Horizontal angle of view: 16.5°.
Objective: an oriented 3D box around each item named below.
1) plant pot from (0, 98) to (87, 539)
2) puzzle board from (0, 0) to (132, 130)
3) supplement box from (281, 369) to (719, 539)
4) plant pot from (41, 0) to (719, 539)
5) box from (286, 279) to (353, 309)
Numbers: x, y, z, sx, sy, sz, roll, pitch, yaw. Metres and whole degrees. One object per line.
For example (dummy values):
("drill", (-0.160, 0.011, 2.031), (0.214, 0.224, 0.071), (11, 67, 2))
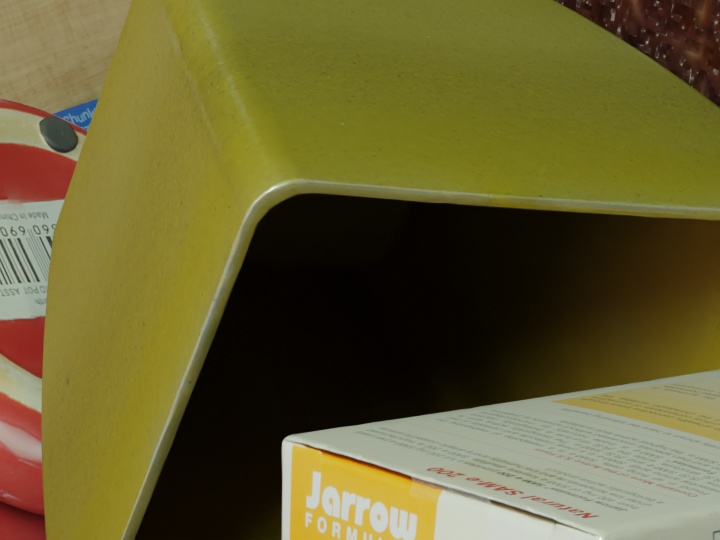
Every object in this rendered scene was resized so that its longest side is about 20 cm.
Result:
("plant pot", (-0.152, 0.053, 0.922), (0.182, 0.200, 0.201), (-44, 60, 37))
("puzzle board", (-0.093, -0.098, 0.936), (0.199, 0.017, 0.151), (-16, 109, 32))
("supplement box", (0.093, 0.077, 0.662), (0.126, 0.199, 0.074), (12, 104, 53))
("plant pot", (0.000, 0.000, 0.798), (0.201, 0.199, 0.177), (-66, 35, 34))
("box", (-0.049, 0.095, 0.983), (0.200, 0.047, 0.123), (-35, 66, 50))
